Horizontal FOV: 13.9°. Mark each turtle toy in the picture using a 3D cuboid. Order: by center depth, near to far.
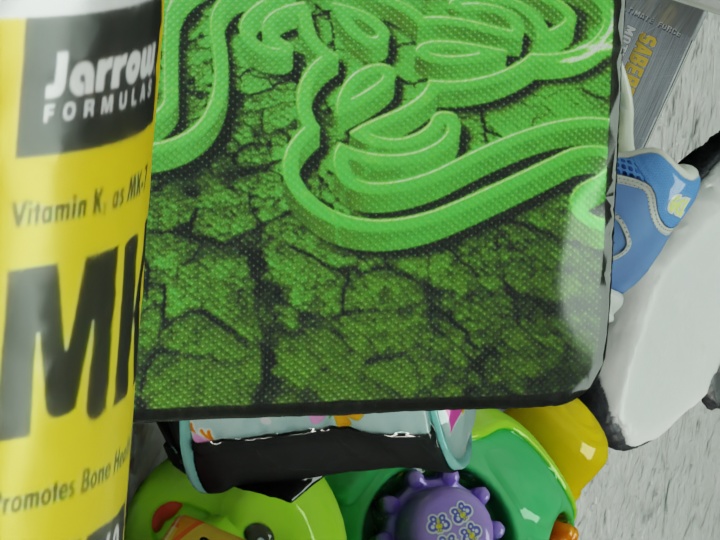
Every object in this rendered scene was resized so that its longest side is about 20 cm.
[{"bbox_3d":[-0.001,0.096,0.943,0.200,0.101,0.146,27,114,-42],"label":"turtle toy"}]

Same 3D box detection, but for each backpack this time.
[{"bbox_3d":[-0.005,-0.059,0.838,0.176,0.152,0.201,-82,159,-60],"label":"backpack"}]

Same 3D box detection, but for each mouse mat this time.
[{"bbox_3d":[-0.024,-0.041,0.737,0.008,0.199,0.162,-156,-114,-66],"label":"mouse mat"}]

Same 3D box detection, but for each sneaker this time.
[{"bbox_3d":[0.051,-0.066,1.038,0.077,0.200,0.076,-44,148,19],"label":"sneaker"}]

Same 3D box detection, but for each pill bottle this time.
[{"bbox_3d":[-0.096,-0.021,0.578,0.114,0.114,0.201,-42,139,-69],"label":"pill bottle"}]

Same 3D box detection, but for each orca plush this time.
[{"bbox_3d":[0.115,-0.015,1.176,0.105,0.071,0.201,42,60,-45],"label":"orca plush"}]

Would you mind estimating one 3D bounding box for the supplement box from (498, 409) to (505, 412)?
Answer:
[{"bbox_3d":[0.031,0.145,1.095,0.103,0.100,0.201,66,13,-67],"label":"supplement box"}]

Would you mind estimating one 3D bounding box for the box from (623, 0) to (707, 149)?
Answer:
[{"bbox_3d":[0.080,-0.045,1.228,0.159,0.048,0.200,-65,-177,-9],"label":"box"}]

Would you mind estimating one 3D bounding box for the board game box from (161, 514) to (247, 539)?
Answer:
[{"bbox_3d":[-0.015,0.232,0.807,0.200,0.199,0.201,-60,170,-56],"label":"board game box"}]

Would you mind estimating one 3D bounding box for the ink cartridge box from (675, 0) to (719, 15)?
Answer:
[{"bbox_3d":[0.160,-0.205,1.070,0.200,0.087,0.146,-64,170,-45],"label":"ink cartridge box"}]
